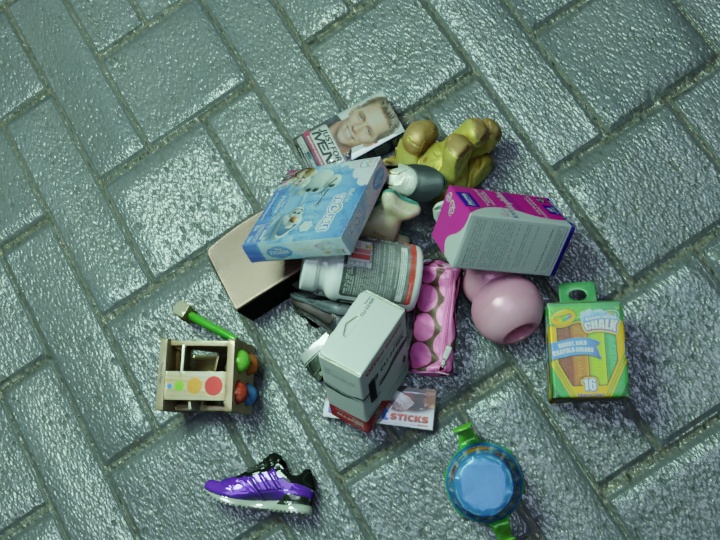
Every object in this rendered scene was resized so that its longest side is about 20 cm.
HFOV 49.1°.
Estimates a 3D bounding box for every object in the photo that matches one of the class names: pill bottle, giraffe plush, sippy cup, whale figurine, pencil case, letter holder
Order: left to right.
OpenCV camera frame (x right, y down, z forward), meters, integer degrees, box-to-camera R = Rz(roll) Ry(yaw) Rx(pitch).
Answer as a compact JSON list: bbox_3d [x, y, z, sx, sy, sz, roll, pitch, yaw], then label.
[{"bbox_3d":[-0.163,-0.026,1.456,0.199,0.101,0.143,-32,73,2],"label":"letter holder"},{"bbox_3d":[0.000,0.000,1.342,0.198,0.116,0.117,9,79,-7],"label":"pill bottle"},{"bbox_3d":[0.024,-0.093,1.399,0.158,0.200,0.105,23,53,-23],"label":"whale figurine"},{"bbox_3d":[0.137,-0.208,1.434,0.162,0.172,0.201,36,120,25],"label":"giraffe plush"},{"bbox_3d":[0.133,0.082,1.360,0.090,0.094,0.202,4,86,-9],"label":"pencil case"},{"bbox_3d":[0.203,0.351,1.296,0.177,0.130,0.140,33,86,14],"label":"sippy cup"}]

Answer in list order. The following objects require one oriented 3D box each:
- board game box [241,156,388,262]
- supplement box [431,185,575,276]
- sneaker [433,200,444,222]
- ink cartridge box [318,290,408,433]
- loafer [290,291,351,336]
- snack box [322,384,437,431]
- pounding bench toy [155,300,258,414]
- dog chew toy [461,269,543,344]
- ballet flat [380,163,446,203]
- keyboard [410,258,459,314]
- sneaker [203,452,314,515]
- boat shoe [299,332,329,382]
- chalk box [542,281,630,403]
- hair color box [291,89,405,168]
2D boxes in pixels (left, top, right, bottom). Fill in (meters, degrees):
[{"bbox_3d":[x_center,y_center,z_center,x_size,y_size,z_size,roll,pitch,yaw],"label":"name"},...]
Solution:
[{"bbox_3d":[-0.074,-0.102,1.318,0.197,0.044,0.201,-4,43,30],"label":"board game box"},{"bbox_3d":[0.234,-0.064,1.302,0.198,0.104,0.101,3,32,-22],"label":"supplement box"},{"bbox_3d":[0.215,-0.098,1.391,0.198,0.087,0.075,3,115,-21],"label":"sneaker"},{"bbox_3d":[0.010,0.154,1.311,0.083,0.201,0.145,24,59,22],"label":"ink cartridge box"},{"bbox_3d":[-0.076,0.078,1.387,0.071,0.200,0.064,7,92,-28],"label":"loafer"},{"bbox_3d":[0.035,0.237,1.403,0.198,0.024,0.073,5,78,10],"label":"snack box"},{"bbox_3d":[-0.265,0.155,1.421,0.154,0.124,0.202,-1,78,9],"label":"pounding bench toy"},{"bbox_3d":[0.233,0.026,1.369,0.124,0.125,0.201,-26,60,3],"label":"dog chew toy"},{"bbox_3d":[0.056,-0.156,1.380,0.199,0.073,0.074,14,79,45],"label":"ballet flat"},{"bbox_3d":[0.112,0.077,1.428,0.126,0.021,0.202,5,78,11],"label":"keyboard"},{"bbox_3d":[-0.174,0.371,1.394,0.198,0.070,0.101,6,72,7],"label":"sneaker"},{"bbox_3d":[-0.018,0.118,1.419,0.200,0.071,0.064,-43,75,6],"label":"boat shoe"},{"bbox_3d":[0.372,0.116,1.321,0.123,0.124,0.202,-4,78,8],"label":"chalk box"},{"bbox_3d":[-0.020,-0.247,1.498,0.199,0.061,0.101,-28,75,2],"label":"hair color box"}]
